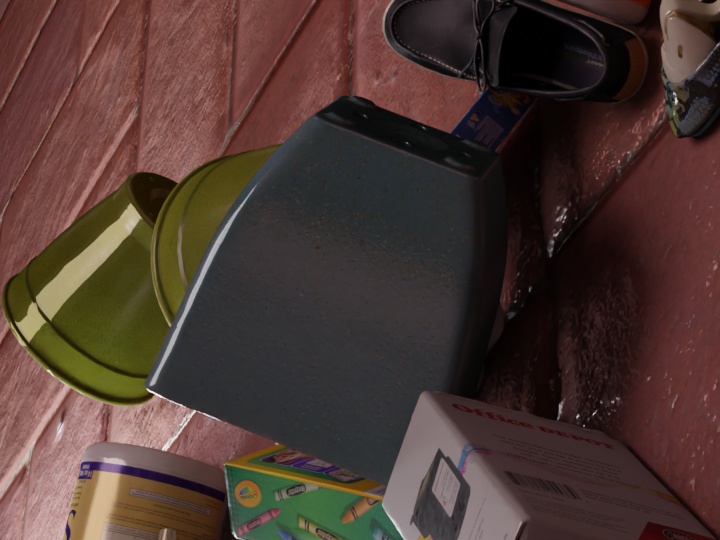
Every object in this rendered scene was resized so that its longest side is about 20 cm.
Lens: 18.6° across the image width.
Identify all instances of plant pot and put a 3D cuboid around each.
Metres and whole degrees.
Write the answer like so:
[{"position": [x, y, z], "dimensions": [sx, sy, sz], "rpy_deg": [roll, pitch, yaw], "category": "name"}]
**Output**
[{"position": [-0.035, -0.022, 1.745], "dimensions": [0.193, 0.200, 0.201], "rpy_deg": [-25, 51, 57], "category": "plant pot"}, {"position": [0.000, 0.000, 1.434], "dimensions": [0.196, 0.196, 0.200], "rpy_deg": [-49, -21, -74], "category": "plant pot"}, {"position": [-0.244, 0.006, 2.330], "dimensions": [0.193, 0.200, 0.201], "rpy_deg": [-50, 28, 23], "category": "plant pot"}]

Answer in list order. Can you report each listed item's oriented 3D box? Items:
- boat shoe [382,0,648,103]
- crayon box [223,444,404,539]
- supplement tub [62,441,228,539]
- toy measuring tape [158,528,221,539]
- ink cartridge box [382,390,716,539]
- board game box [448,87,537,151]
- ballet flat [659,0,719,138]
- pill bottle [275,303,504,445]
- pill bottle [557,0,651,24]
[{"position": [0.100, -0.159, 1.523], "dimensions": [0.062, 0.200, 0.075], "rpy_deg": [-14, -62, -60], "category": "boat shoe"}, {"position": [0.014, 0.154, 1.489], "dimensions": [0.200, 0.119, 0.058], "rpy_deg": [6, 106, 51], "category": "crayon box"}, {"position": [-0.209, 0.272, 2.044], "dimensions": [0.145, 0.145, 0.201], "rpy_deg": [-20, 55, 66], "category": "supplement tub"}, {"position": [-0.126, 0.259, 1.891], "dimensions": [0.200, 0.073, 0.074], "rpy_deg": [76, -157, -68], "category": "toy measuring tape"}, {"position": [0.114, 0.155, 1.277], "dimensions": [0.200, 0.145, 0.083], "rpy_deg": [-130, 57, -68], "category": "ink cartridge box"}, {"position": [0.072, -0.082, 1.598], "dimensions": [0.135, 0.034, 0.200], "rpy_deg": [-50, 0, 39], "category": "board game box"}, {"position": [0.225, -0.171, 1.363], "dimensions": [0.074, 0.074, 0.200], "rpy_deg": [-100, 33, -52], "category": "ballet flat"}, {"position": [0.023, 0.079, 1.631], "dimensions": [0.200, 0.111, 0.111], "rpy_deg": [-52, 28, 44], "category": "pill bottle"}, {"position": [0.177, -0.280, 1.516], "dimensions": [0.110, 0.109, 0.200], "rpy_deg": [-144, 72, -69], "category": "pill bottle"}]
